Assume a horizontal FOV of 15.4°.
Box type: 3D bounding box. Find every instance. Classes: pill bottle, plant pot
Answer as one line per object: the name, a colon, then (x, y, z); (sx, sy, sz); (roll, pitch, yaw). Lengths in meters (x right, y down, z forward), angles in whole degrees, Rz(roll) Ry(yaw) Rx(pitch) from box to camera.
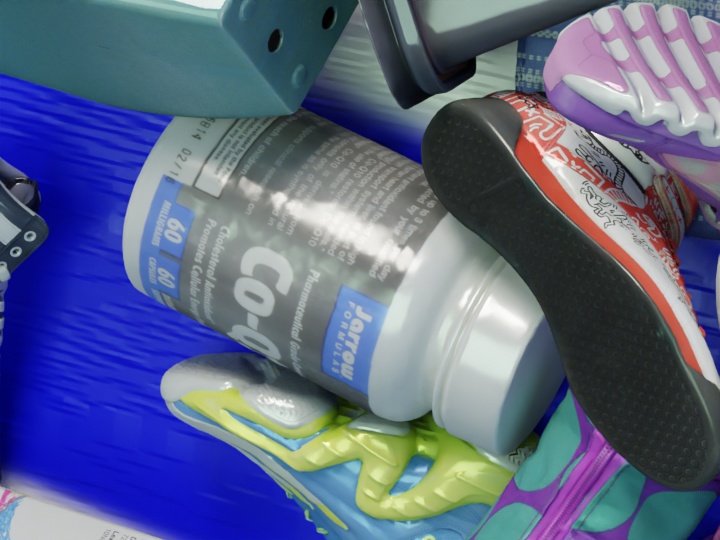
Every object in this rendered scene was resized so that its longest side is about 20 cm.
pill bottle: (0.000, 0.000, 1.230); (0.200, 0.114, 0.114); (26, 109, 19)
plant pot: (-0.102, -0.155, 1.193); (0.200, 0.141, 0.142); (21, 75, 29)

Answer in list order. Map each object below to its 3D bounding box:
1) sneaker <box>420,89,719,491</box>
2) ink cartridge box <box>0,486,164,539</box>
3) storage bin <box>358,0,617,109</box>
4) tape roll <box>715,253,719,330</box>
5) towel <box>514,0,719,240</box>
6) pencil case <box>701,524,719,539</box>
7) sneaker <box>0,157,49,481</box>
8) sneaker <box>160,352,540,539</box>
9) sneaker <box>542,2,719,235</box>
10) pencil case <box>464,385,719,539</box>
sneaker: (0.121, -0.002, 1.146); (0.202, 0.108, 0.067); (54, 132, 23)
ink cartridge box: (-0.176, 0.186, 1.332); (0.199, 0.084, 0.145); (16, 137, 22)
storage bin: (0.057, -0.186, 1.137); (0.134, 0.146, 0.201); (-16, 96, 15)
tape roll: (0.248, 0.022, 1.086); (0.202, 0.071, 0.203); (1, 128, 1)
towel: (0.140, -0.116, 1.199); (0.144, 0.024, 0.201); (9, 105, 22)
pencil case: (0.212, 0.199, 1.186); (0.200, 0.088, 0.089); (37, 113, 14)
sneaker: (-0.195, 0.022, 1.350); (0.108, 0.070, 0.200); (-22, 115, -4)
sneaker: (-0.010, 0.107, 1.276); (0.199, 0.076, 0.105); (14, 106, 21)
sneaker: (0.163, -0.049, 1.127); (0.081, 0.200, 0.089); (-101, 31, -44)
pencil case: (0.076, 0.144, 1.195); (0.085, 0.092, 0.200); (40, 101, 23)
